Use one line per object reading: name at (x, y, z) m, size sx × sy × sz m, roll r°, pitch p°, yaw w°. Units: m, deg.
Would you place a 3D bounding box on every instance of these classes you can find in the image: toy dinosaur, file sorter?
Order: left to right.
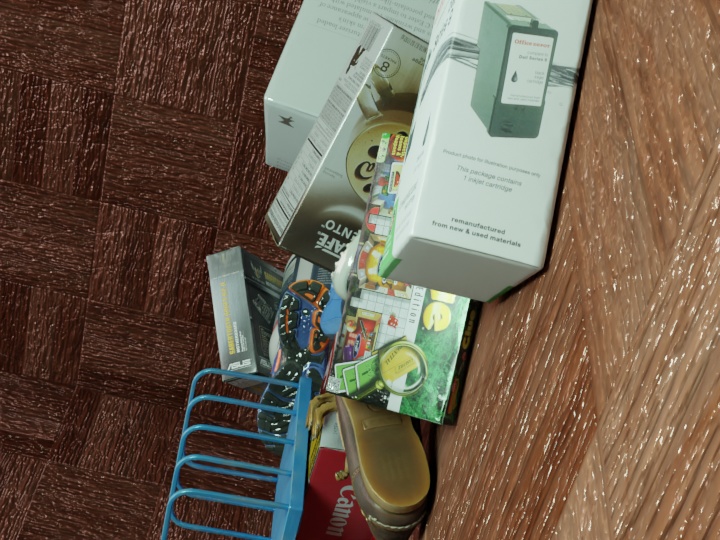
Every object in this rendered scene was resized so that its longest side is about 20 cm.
file sorter at (-0.120, 0.206, 1.285) m, size 0.200 × 0.122 × 0.140 m, roll -88°, pitch 11°, yaw -59°
toy dinosaur at (0.009, 0.123, 1.159) m, size 0.060 × 0.105 × 0.202 m, roll 119°, pitch 156°, yaw -64°

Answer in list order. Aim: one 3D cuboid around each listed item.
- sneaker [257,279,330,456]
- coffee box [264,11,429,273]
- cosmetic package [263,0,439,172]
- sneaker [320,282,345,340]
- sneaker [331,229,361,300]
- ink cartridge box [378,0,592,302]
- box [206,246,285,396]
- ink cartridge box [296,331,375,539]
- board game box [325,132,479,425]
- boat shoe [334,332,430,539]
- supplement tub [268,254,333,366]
sneaker at (-0.064, 0.107, 1.460) m, size 0.078 × 0.075 × 0.202 m, roll -65°, pitch -11°, yaw -83°
coffee box at (0.017, -0.094, 1.103) m, size 0.201 × 0.112 × 0.080 m, roll -62°, pitch 20°, yaw 11°
cosmetic package at (0.014, -0.191, 1.302) m, size 0.165 × 0.164 × 0.201 m, roll 102°, pitch -172°, yaw -73°
sneaker at (0.000, 0.000, 1.332) m, size 0.200 × 0.078 × 0.066 m, roll -44°, pitch 14°, yaw 49°
sneaker at (0.067, -0.039, 1.028) m, size 0.099 × 0.069 × 0.201 m, roll 41°, pitch 103°, yaw 45°
ink cartridge box at (0.078, -0.094, 0.836) m, size 0.146 × 0.083 × 0.202 m, roll 122°, pitch 161°, yaw -78°
box at (-0.114, 0.074, 1.636) m, size 0.200 × 0.048 × 0.160 m, roll 33°, pitch -137°, yaw -64°
ink cartridge box at (-0.012, 0.192, 1.268) m, size 0.201 × 0.083 × 0.176 m, roll 107°, pitch 173°, yaw -48°
board game box at (0.042, 0.004, 0.981) m, size 0.023 × 0.104 × 0.202 m, roll 14°, pitch -92°, yaw -61°
boat shoe at (0.014, 0.121, 1.052) m, size 0.071 × 0.070 × 0.201 m, roll 95°, pitch 173°, yaw -48°
supplement tub at (-0.031, 0.047, 1.603) m, size 0.201 × 0.139 × 0.141 m, roll -82°, pitch 6°, yaw -52°
